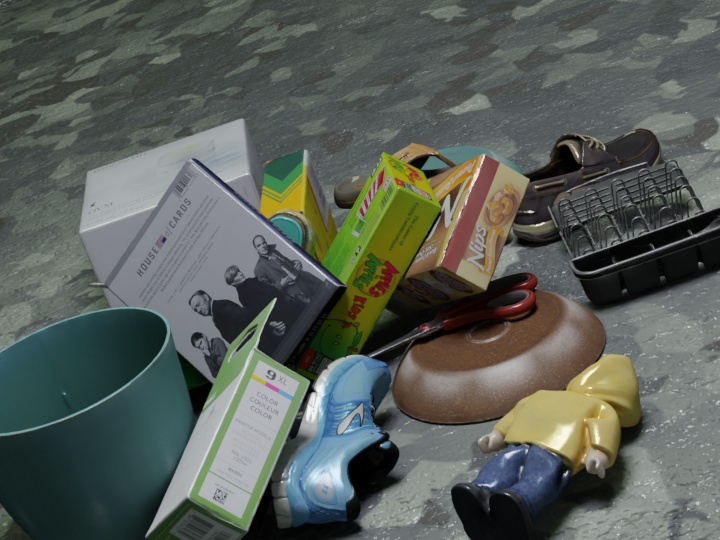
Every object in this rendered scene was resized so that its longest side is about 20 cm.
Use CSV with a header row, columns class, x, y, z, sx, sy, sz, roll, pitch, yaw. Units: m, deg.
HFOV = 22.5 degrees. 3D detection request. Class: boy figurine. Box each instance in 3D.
class,x,y,z,sx,sy,sz,roll,pitch,yaw
boy figurine,0.150,0.135,1.410,0.124,0.065,0.200,2,31,41

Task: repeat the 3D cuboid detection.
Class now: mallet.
class,x,y,z,sx,sy,sz,roll,pitch,yaw
mallet,-0.088,0.182,1.535,0.066,0.041,0.200,-8,30,27

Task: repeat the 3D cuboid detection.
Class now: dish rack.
class,x,y,z,sx,sy,sz,roll,pitch,yaw
dish rack,0.258,-0.050,1.716,0.153,0.055,0.200,-19,32,2

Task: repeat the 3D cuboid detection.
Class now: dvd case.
class,x,y,z,sx,sy,sz,roll,pitch,yaw
dvd case,-0.128,0.014,1.674,0.151,0.200,0.025,-54,-22,11

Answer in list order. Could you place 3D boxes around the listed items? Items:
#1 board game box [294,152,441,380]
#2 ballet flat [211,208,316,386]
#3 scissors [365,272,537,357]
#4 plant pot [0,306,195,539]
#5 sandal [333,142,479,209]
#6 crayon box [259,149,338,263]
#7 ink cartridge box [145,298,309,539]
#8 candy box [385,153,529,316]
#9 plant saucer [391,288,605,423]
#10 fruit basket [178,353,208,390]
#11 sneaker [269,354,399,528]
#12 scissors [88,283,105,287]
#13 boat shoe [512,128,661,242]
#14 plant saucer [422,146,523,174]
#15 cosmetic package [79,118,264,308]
class,x,y,z,sx,sy,sz,roll,pitch,yaw
board game box,0.000,0.000,1.689,0.201,0.047,0.102,-60,17,15
ballet flat,-0.086,0.040,1.708,0.070,0.201,0.071,16,5,-1
scissors,0.069,0.048,1.642,0.199,0.014,0.073,-20,24,3
plant pot,-0.229,0.152,1.548,0.200,0.162,0.201,-16,23,7
sandal,0.047,-0.106,1.918,0.199,0.055,0.082,-4,17,45
crayon box,-0.059,-0.028,1.850,0.051,0.128,0.200,-17,23,7
ink cartridge box,-0.099,0.133,1.478,0.104,0.059,0.201,-47,18,54
candy box,0.074,-0.029,1.687,0.200,0.055,0.116,-19,46,67
plant saucer,0.118,0.067,1.619,0.199,0.037,0.201,-16,23,7
fruit basket,-0.229,0.082,1.792,0.185,0.094,0.200,-26,21,-14
sneaker,-0.005,0.148,1.518,0.089,0.079,0.200,5,37,18
scissors,-0.176,0.020,1.874,0.199,0.014,0.073,1,3,9
boat shoe,0.231,-0.102,1.849,0.200,0.074,0.074,-34,27,-29
plant saucer,0.081,-0.089,1.989,0.199,0.036,0.200,-17,23,7
cosmetic package,-0.202,-0.060,2.042,0.198,0.123,0.200,-19,22,2
